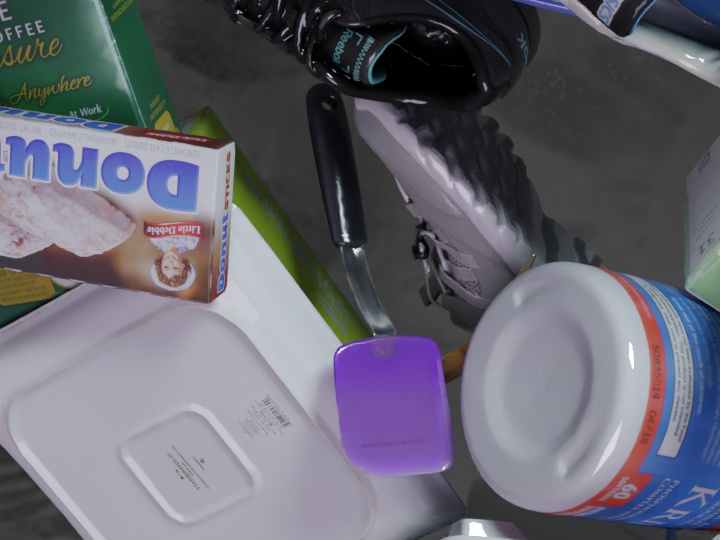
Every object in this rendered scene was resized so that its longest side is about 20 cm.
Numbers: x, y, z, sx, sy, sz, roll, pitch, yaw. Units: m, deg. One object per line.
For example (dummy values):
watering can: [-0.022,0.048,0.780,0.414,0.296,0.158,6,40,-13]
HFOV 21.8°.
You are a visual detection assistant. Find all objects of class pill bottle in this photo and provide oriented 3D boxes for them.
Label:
pill bottle: [0.153,0.066,0.873,0.199,0.113,0.112,12,134,-37]

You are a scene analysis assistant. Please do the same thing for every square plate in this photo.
square plate: [-0.082,0.088,0.917,0.198,0.028,0.200,-28,109,28]

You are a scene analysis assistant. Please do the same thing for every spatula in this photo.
spatula: [0.000,0.000,0.883,0.056,0.201,0.021,-4,155,-22]

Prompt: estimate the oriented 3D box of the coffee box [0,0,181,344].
coffee box: [-0.142,-0.048,0.901,0.122,0.044,0.201,-11,113,21]

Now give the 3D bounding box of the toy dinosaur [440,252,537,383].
toy dinosaur: [0.002,0.060,0.916,0.199,0.061,0.107,-7,129,23]

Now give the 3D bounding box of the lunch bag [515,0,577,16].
lunch bag: [0.110,-0.181,0.782,0.199,0.083,0.161,17,129,2]

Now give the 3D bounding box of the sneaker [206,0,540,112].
sneaker: [-0.015,-0.128,0.847,0.199,0.079,0.076,18,127,2]

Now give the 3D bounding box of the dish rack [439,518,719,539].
dish rack: [0.102,0.152,0.897,0.199,0.044,0.172,5,164,-12]

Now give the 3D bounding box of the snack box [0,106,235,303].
snack box: [-0.154,-0.037,0.858,0.199,0.024,0.072,9,106,17]

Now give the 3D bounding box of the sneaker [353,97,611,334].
sneaker: [0.053,-0.009,0.915,0.082,0.075,0.200,-29,115,26]

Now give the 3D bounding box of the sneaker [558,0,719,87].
sneaker: [0.086,-0.135,0.725,0.199,0.073,0.072,28,130,-4]

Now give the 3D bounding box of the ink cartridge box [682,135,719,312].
ink cartridge box: [0.213,0.030,0.829,0.145,0.200,0.048,32,122,-11]

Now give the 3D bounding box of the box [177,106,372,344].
box: [-0.075,0.024,0.984,0.122,0.048,0.200,-23,116,26]

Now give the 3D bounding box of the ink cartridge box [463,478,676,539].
ink cartridge box: [0.124,0.216,1.061,0.115,0.067,0.201,-1,124,12]
